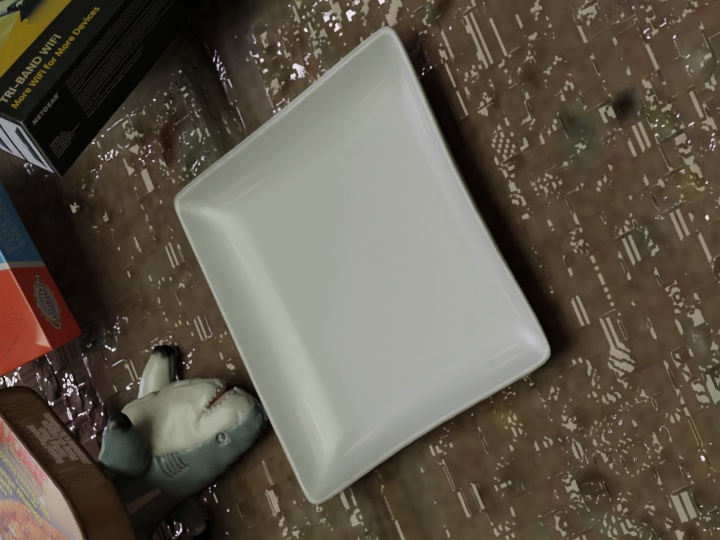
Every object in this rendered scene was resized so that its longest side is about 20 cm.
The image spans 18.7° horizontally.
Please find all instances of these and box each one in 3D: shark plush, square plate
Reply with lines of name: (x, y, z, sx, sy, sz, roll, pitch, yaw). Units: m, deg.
shark plush: (-0.124, 0.143, 1.307, 0.083, 0.091, 0.201, 25, 111, 2)
square plate: (0.000, 0.000, 1.202, 0.198, 0.028, 0.201, -35, 75, 37)

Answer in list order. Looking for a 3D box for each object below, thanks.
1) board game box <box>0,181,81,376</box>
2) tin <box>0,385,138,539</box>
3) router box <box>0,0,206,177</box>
board game box: (-0.290, 0.015, 1.341, 0.199, 0.040, 0.154, -26, 94, 24)
tin: (-0.185, 0.145, 1.300, 0.200, 0.042, 0.112, 42, 141, 45)
router box: (-0.169, -0.163, 1.223, 0.157, 0.052, 0.200, 23, 67, 35)
